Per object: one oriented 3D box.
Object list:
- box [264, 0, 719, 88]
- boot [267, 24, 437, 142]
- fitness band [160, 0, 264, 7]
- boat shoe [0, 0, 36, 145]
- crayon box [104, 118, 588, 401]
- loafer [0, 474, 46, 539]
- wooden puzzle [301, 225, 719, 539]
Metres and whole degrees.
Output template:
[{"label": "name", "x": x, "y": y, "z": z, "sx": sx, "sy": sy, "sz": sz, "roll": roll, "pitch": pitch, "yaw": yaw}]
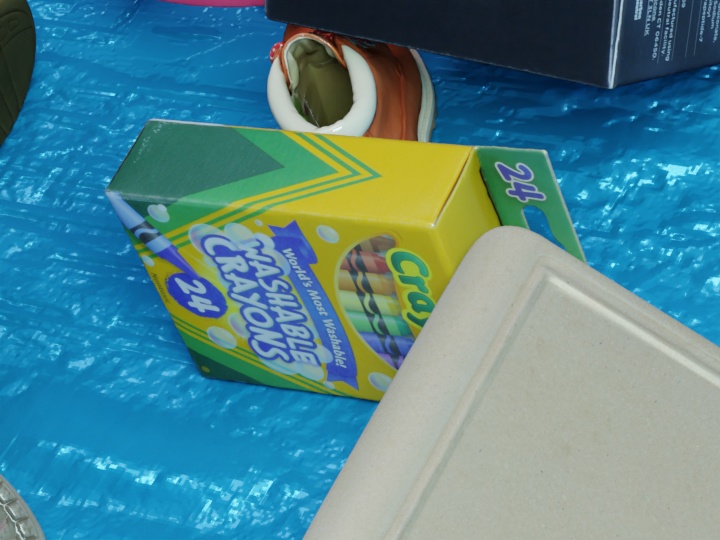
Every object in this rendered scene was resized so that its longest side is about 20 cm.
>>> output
[{"label": "box", "x": 0.092, "y": -0.169, "z": 1.243, "sx": 0.199, "sy": 0.125, "sz": 0.196, "roll": 15, "pitch": 20, "yaw": 36}, {"label": "boot", "x": -0.009, "y": -0.091, "z": 1.288, "sx": 0.075, "sy": 0.107, "sz": 0.200, "roll": -22, "pitch": 39, "yaw": 7}, {"label": "fitness band", "x": -0.065, "y": -0.177, "z": 1.406, "sx": 0.143, "sy": 0.038, "sz": 0.200, "roll": -23, "pitch": 27, "yaw": -39}, {"label": "boat shoe", "x": -0.234, "y": -0.071, "z": 1.397, "sx": 0.066, "sy": 0.072, "sz": 0.201, "roll": 7, "pitch": 55, "yaw": 24}, {"label": "crayon box", "x": 0.000, "y": 0.000, "z": 1.173, "sx": 0.199, "sy": 0.126, "sz": 0.052, "roll": 5, "pitch": 50, "yaw": 30}, {"label": "loafer", "x": -0.228, "y": 0.101, "z": 1.192, "sx": 0.199, "sy": 0.068, "sz": 0.076, "roll": 29, "pitch": 66, "yaw": 6}, {"label": "wooden puzzle", "x": 0.096, "y": 0.097, "z": 1.047, "sx": 0.199, "sy": 0.037, "sz": 0.185, "roll": 29, "pitch": 57, "yaw": 4}]
